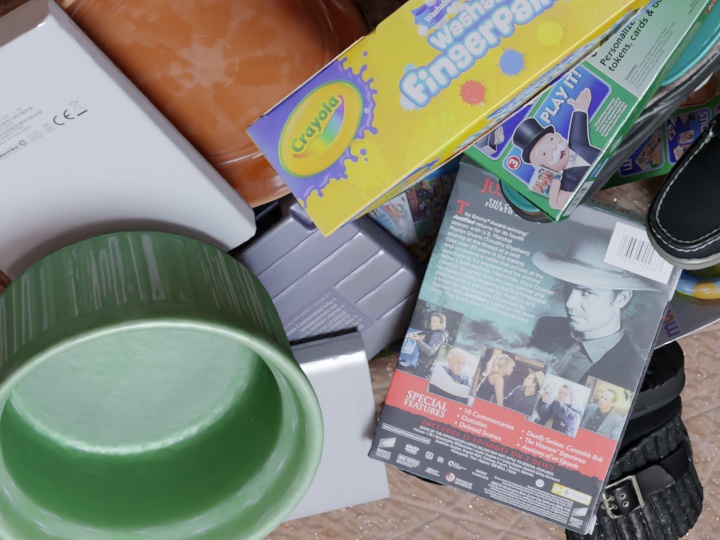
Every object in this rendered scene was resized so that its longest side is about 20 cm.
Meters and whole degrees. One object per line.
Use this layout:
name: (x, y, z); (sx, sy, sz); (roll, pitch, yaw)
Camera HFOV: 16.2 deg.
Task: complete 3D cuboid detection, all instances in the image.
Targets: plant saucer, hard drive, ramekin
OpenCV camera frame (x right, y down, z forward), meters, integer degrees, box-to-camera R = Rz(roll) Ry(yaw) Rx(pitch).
plant saucer: (-0.091, -0.111, 1.417); (0.200, 0.032, 0.200); (-6, 137, -5)
hard drive: (-0.168, -0.055, 1.407); (0.132, 0.026, 0.200); (-28, 134, 17)
hard drive: (-0.088, 0.112, 1.559); (0.200, 0.026, 0.132); (-12, 132, -3)
ramekin: (-0.126, 0.073, 1.434); (0.200, 0.098, 0.200); (-7, 131, -8)

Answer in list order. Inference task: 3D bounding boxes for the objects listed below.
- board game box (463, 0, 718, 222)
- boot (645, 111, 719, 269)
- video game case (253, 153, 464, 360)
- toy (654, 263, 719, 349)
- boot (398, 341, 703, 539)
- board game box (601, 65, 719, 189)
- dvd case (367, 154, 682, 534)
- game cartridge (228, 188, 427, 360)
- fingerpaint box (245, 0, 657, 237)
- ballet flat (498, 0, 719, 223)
board game box: (0.113, -0.146, 1.375); (0.200, 0.135, 0.029); (-56, 167, 15)
boot: (0.230, -0.103, 1.404); (0.204, 0.073, 0.154); (-42, 154, -6)
video game case: (0.000, 0.000, 1.559); (0.200, 0.018, 0.143); (-13, 132, -4)
toy: (0.235, -0.036, 1.532); (0.200, 0.115, 0.047); (-24, 126, 5)
boot: (0.126, 0.135, 1.669); (0.211, 0.079, 0.158); (-13, 132, -5)
board game box: (0.185, -0.144, 1.471); (0.134, 0.029, 0.200); (-14, 132, -3)
dvd case: (0.099, 0.046, 1.509); (0.146, 0.022, 0.200); (19, 112, 6)
game cartridge: (-0.062, 0.036, 1.539); (0.200, 0.038, 0.130); (-37, 133, 17)
fingerpaint box: (0.059, -0.111, 1.292); (0.200, 0.167, 0.073); (-37, 88, 17)
ballet flat: (0.154, -0.108, 1.419); (0.200, 0.068, 0.068); (-46, 159, 18)
